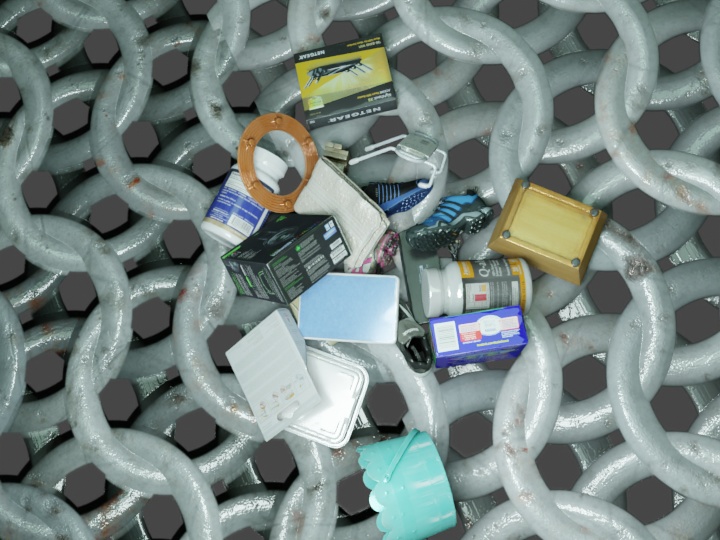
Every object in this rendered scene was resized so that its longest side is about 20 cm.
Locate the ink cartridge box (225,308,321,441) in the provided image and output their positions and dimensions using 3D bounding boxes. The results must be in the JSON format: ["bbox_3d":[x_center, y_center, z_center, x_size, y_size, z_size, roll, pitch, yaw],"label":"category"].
[{"bbox_3d":[-0.162,0.201,1.545,0.162,0.057,0.201,-38,73,25],"label":"ink cartridge box"}]

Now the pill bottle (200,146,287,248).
[{"bbox_3d":[-0.234,-0.147,1.634,0.115,0.116,0.202,25,80,10],"label":"pill bottle"}]

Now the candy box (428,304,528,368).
[{"bbox_3d":[0.215,0.128,1.486,0.167,0.200,0.078,-9,75,3],"label":"candy box"}]

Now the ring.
[{"bbox_3d":[-0.159,-0.218,1.606,0.019,0.199,0.203,-2,73,48],"label":"ring"}]

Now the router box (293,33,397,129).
[{"bbox_3d":[-0.032,-0.404,1.702,0.197,0.052,0.159,-13,77,3],"label":"router box"}]

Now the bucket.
[{"bbox_3d":[0.082,0.395,1.445,0.133,0.207,0.210,-16,76,-8],"label":"bucket"}]

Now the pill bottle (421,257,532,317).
[{"bbox_3d":[0.222,0.037,1.534,0.197,0.116,0.118,-3,77,-6],"label":"pill bottle"}]

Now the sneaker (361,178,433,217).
[{"bbox_3d":[0.053,-0.152,1.611,0.199,0.070,0.078,-27,70,-24],"label":"sneaker"}]

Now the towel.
[{"bbox_3d":[-0.041,-0.110,1.556,0.200,0.034,0.133,44,120,19],"label":"towel"}]

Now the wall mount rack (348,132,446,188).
[{"bbox_3d":[0.081,-0.233,1.611,0.172,0.200,0.075,23,115,8],"label":"wall mount rack"}]

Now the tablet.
[{"bbox_3d":[-0.024,0.072,1.533,0.197,0.014,0.132,2,87,14],"label":"tablet"}]

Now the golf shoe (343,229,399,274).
[{"bbox_3d":[0.000,0.000,1.608,0.091,0.073,0.201,20,73,26],"label":"golf shoe"}]

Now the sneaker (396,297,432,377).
[{"bbox_3d":[0.086,0.112,1.545,0.066,0.091,0.201,-28,84,-11],"label":"sneaker"}]

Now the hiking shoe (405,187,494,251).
[{"bbox_3d":[0.168,-0.101,1.598,0.198,0.075,0.087,-18,59,-23],"label":"hiking shoe"}]

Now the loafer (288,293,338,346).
[{"bbox_3d":[-0.110,0.081,1.592,0.199,0.076,0.069,32,88,15],"label":"loafer"}]

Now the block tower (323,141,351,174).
[{"bbox_3d":[-0.070,-0.161,1.652,0.053,0.058,0.202,13,81,9],"label":"block tower"}]

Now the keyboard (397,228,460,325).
[{"bbox_3d":[0.150,0.004,1.613,0.125,0.021,0.203,-10,78,5],"label":"keyboard"}]

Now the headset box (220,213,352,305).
[{"bbox_3d":[-0.148,-0.028,1.538,0.174,0.199,0.094,-38,115,-27],"label":"headset box"}]

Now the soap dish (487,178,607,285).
[{"bbox_3d":[0.372,-0.083,1.577,0.198,0.081,0.159,23,81,11],"label":"soap dish"}]

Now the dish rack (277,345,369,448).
[{"bbox_3d":[-0.096,0.243,1.574,0.198,0.044,0.173,19,80,9],"label":"dish rack"}]
